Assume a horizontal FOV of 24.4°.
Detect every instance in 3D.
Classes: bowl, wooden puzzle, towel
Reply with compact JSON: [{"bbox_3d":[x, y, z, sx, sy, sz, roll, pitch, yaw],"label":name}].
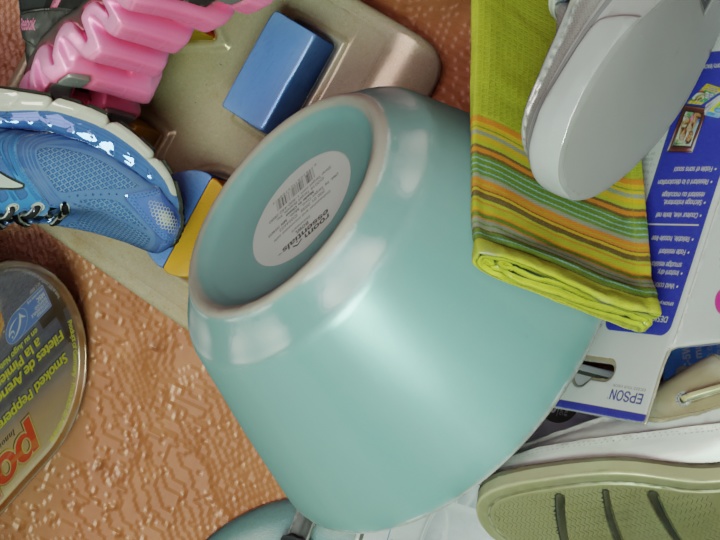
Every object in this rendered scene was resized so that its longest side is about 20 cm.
[{"bbox_3d":[0.000,0.000,0.722,0.201,0.201,0.105,-46,120,10],"label":"bowl"},{"bbox_3d":[-0.086,-0.078,0.838,0.199,0.046,0.186,32,96,15],"label":"wooden puzzle"},{"bbox_3d":[0.084,-0.071,0.703,0.018,0.085,0.201,-44,34,45],"label":"towel"}]

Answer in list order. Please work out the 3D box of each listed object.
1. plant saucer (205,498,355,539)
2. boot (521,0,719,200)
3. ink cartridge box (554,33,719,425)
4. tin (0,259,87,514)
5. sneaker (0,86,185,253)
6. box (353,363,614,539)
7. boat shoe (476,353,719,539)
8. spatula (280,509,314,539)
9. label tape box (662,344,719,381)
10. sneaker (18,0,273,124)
[{"bbox_3d":[-0.021,0.212,0.815,0.198,0.027,0.202,-1,87,17],"label":"plant saucer"},{"bbox_3d":[0.100,-0.121,0.693,0.095,0.074,0.201,22,65,32],"label":"boot"},{"bbox_3d":[0.131,-0.029,0.716,0.094,0.037,0.202,4,70,58],"label":"ink cartridge box"},{"bbox_3d":[-0.206,0.077,0.799,0.042,0.200,0.113,2,127,35],"label":"tin"},{"bbox_3d":[-0.179,-0.037,0.769,0.198,0.079,0.090,15,66,-13],"label":"sneaker"},{"bbox_3d":[0.108,0.105,0.752,0.198,0.060,0.118,15,78,16],"label":"box"},{"bbox_3d":[0.147,0.076,0.688,0.198,0.075,0.069,-8,44,18],"label":"boat shoe"},{"bbox_3d":[-0.027,0.113,0.800,0.056,0.021,0.202,13,81,34],"label":"spatula"},{"bbox_3d":[0.219,-0.034,0.710,0.198,0.063,0.145,-8,60,15],"label":"label tape box"},{"bbox_3d":[-0.097,-0.149,0.777,0.199,0.079,0.096,-33,58,32],"label":"sneaker"}]
